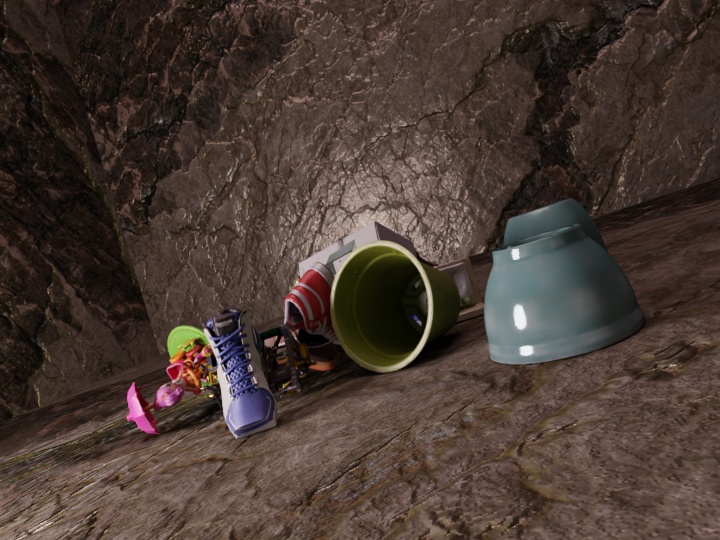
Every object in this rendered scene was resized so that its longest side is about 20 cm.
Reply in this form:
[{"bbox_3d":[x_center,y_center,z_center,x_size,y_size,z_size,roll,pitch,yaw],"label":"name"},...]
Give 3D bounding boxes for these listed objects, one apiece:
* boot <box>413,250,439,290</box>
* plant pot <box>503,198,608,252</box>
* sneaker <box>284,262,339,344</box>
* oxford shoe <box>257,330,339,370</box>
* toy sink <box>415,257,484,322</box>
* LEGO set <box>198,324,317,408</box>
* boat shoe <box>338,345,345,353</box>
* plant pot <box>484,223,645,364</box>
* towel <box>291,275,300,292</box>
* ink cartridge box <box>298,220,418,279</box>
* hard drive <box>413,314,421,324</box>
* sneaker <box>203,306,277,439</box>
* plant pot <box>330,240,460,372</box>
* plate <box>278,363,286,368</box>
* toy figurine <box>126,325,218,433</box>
[{"bbox_3d":[0.109,0.014,1.298,0.201,0.171,0.070,-51,21,40],"label":"boot"},{"bbox_3d":[0.363,-0.040,1.007,0.195,0.165,0.201,-17,1,0],"label":"plant pot"},{"bbox_3d":[-0.059,0.101,0.922,0.070,0.203,0.113,-11,27,48],"label":"sneaker"},{"bbox_3d":[-0.135,0.132,1.006,0.194,0.074,0.072,6,39,4],"label":"oxford shoe"},{"bbox_3d":[0.185,0.042,1.138,0.127,0.115,0.200,-18,1,8],"label":"toy sink"},{"bbox_3d":[-0.165,0.187,0.886,0.195,0.118,0.155,-14,-29,-8],"label":"LEGO set"},{"bbox_3d":[-0.068,0.119,1.107,0.063,0.074,0.199,6,15,-34],"label":"boat shoe"},{"bbox_3d":[0.246,0.021,0.689,0.195,0.138,0.200,-17,2,1],"label":"plant pot"},{"bbox_3d":[-0.155,0.111,1.336,0.035,0.206,0.148,6,3,5],"label":"towel"},{"bbox_3d":[0.000,0.000,1.040,0.197,0.086,0.145,-26,-27,29],"label":"ink cartridge box"},{"bbox_3d":[0.049,0.133,1.194,0.195,0.026,0.132,-18,1,9],"label":"hard drive"},{"bbox_3d":[-0.180,0.127,0.756,0.079,0.117,0.202,-19,45,-4],"label":"sneaker"},{"bbox_3d":[0.081,0.059,0.906,0.196,0.206,0.188,-17,-12,34],"label":"plant pot"},{"bbox_3d":[-0.202,0.194,1.141,0.197,0.033,0.200,-32,7,-9],"label":"plate"},{"bbox_3d":[-0.329,0.209,0.960,0.196,0.153,0.185,-19,19,32],"label":"toy figurine"}]
